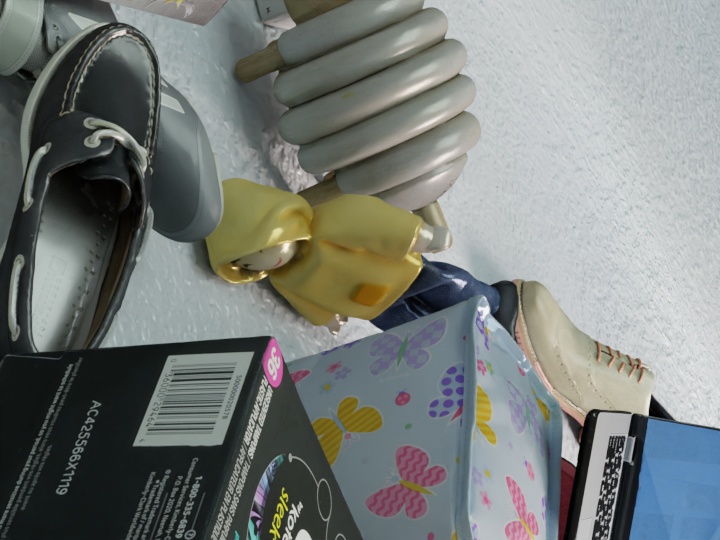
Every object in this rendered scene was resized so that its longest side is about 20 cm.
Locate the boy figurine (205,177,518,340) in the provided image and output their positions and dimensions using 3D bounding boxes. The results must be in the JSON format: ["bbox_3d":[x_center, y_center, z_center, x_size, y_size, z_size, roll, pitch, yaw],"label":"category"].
[{"bbox_3d":[0.000,0.000,1.118,0.199,0.124,0.065,25,53,-30],"label":"boy figurine"}]

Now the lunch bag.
[{"bbox_3d":[0.009,0.136,0.979,0.127,0.169,0.201,54,27,-33],"label":"lunch bag"}]

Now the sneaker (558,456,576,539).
[{"bbox_3d":[0.082,0.185,1.067,0.087,0.073,0.201,85,27,-62],"label":"sneaker"}]

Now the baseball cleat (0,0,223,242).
[{"bbox_3d":[-0.147,-0.095,0.981,0.201,0.070,0.106,59,33,2],"label":"baseball cleat"}]

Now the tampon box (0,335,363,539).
[{"bbox_3d":[-0.077,0.150,0.794,0.151,0.125,0.201,-73,150,-43],"label":"tampon box"}]

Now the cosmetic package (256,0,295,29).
[{"bbox_3d":[0.032,-0.210,1.231,0.082,0.199,0.051,1,71,-61],"label":"cosmetic package"}]

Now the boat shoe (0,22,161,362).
[{"bbox_3d":[-0.129,-0.034,0.901,0.074,0.060,0.201,33,60,-26],"label":"boat shoe"}]

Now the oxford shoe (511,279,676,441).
[{"bbox_3d":[0.177,0.072,1.437,0.200,0.073,0.071,50,32,-33],"label":"oxford shoe"}]

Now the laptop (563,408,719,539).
[{"bbox_3d":[0.177,0.179,1.060,0.200,0.115,0.189,17,83,-73],"label":"laptop"}]

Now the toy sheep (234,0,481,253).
[{"bbox_3d":[0.008,-0.103,1.185,0.201,0.137,0.138,64,27,-10],"label":"toy sheep"}]

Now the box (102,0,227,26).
[{"bbox_3d":[-0.161,-0.213,0.960,0.199,0.048,0.159,8,51,-45],"label":"box"}]
